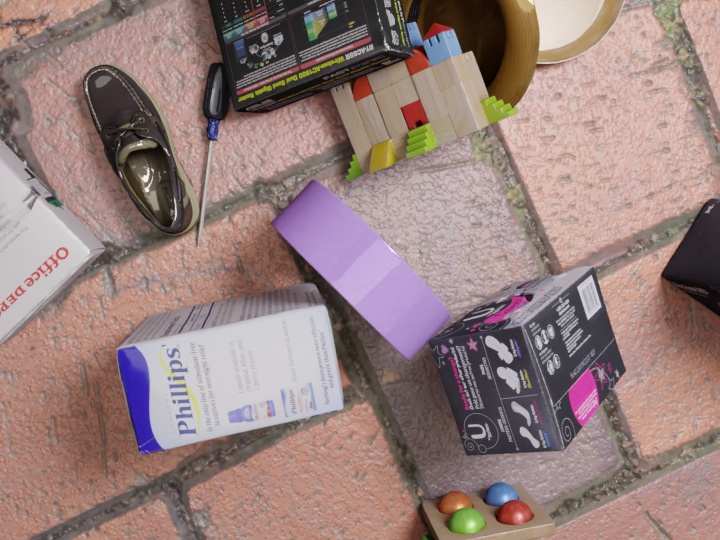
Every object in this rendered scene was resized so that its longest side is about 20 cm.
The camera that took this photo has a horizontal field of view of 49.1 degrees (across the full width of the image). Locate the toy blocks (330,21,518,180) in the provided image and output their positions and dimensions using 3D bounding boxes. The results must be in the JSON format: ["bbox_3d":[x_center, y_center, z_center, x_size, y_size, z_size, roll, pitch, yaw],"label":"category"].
[{"bbox_3d":[0.047,-0.192,0.827,0.199,0.100,0.138,-15,101,37],"label":"toy blocks"}]

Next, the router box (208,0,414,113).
[{"bbox_3d":[-0.056,-0.261,0.797,0.198,0.062,0.151,-12,91,32],"label":"router box"}]

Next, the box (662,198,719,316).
[{"bbox_3d":[0.481,0.021,0.866,0.199,0.197,0.118,34,91,-7],"label":"box"}]

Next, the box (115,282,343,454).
[{"bbox_3d":[-0.127,0.091,0.808,0.198,0.184,0.106,-11,97,-5],"label":"box"}]

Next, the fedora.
[{"bbox_3d":[0.117,-0.258,0.838,0.201,0.200,0.082,54,51,-7],"label":"fedora"}]

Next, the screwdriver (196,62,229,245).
[{"bbox_3d":[-0.163,-0.127,0.869,0.029,0.028,0.202,6,96,22],"label":"screwdriver"}]

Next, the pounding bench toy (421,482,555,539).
[{"bbox_3d":[0.110,0.335,0.881,0.198,0.124,0.158,-9,95,-6],"label":"pounding bench toy"}]

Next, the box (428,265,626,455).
[{"bbox_3d":[0.179,0.090,0.828,0.114,0.199,0.133,-15,97,38],"label":"box"}]

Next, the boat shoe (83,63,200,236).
[{"bbox_3d":[-0.234,-0.131,0.839,0.073,0.065,0.201,-30,95,-1],"label":"boat shoe"}]

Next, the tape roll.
[{"bbox_3d":[0.000,0.000,0.807,0.200,0.200,0.066,44,88,-7],"label":"tape roll"}]

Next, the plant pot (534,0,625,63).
[{"bbox_3d":[0.205,-0.335,0.895,0.198,0.027,0.202,-1,94,-7],"label":"plant pot"}]

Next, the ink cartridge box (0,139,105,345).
[{"bbox_3d":[-0.390,-0.042,0.818,0.146,0.084,0.200,-43,98,-2],"label":"ink cartridge box"}]
